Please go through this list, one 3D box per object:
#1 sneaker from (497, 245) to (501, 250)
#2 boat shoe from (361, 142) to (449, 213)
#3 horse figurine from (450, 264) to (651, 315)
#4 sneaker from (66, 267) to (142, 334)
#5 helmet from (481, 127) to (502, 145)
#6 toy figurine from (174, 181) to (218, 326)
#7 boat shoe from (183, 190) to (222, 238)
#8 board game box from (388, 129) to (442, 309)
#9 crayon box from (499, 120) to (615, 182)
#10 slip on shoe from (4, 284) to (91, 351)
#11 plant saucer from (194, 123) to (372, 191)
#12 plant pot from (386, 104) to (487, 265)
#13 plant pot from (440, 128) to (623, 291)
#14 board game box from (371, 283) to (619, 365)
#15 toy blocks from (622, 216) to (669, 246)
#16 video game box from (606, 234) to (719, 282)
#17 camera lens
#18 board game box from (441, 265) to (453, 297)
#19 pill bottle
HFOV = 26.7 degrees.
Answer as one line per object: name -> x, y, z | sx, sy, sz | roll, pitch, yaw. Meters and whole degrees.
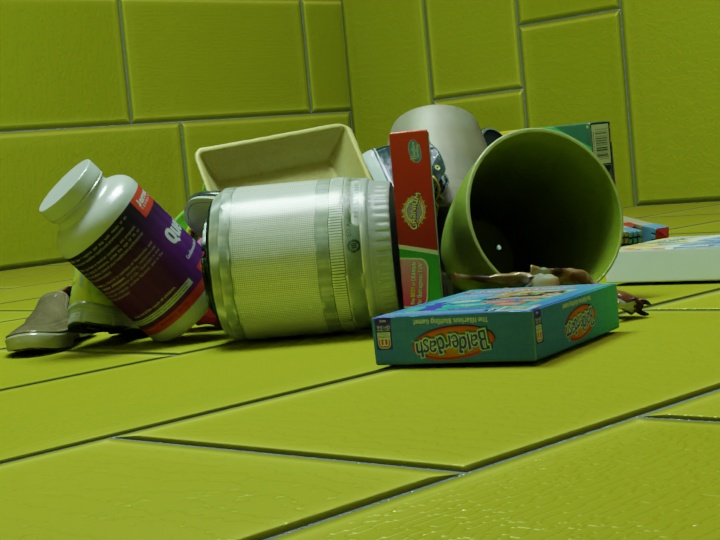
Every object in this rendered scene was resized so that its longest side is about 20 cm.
sneaker -> 0.190, -0.024, 1.893 | 0.070, 0.094, 0.199 | -8, 5, -32
boat shoe -> 0.071, -0.086, 1.800 | 0.090, 0.201, 0.071 | -22, -40, -3
horse figurine -> 0.176, 0.022, 1.520 | 0.132, 0.050, 0.199 | 7, -9, -31
sneaker -> -0.273, 0.027, 1.754 | 0.077, 0.091, 0.200 | -7, -6, 15
helmet -> 0.157, -0.086, 2.149 | 0.199, 0.192, 0.200 | -29, 15, 9
toy figurine -> -0.171, -0.015, 1.813 | 0.149, 0.202, 0.184 | 15, 17, -2
boat shoe -> -0.098, -0.057, 1.695 | 0.198, 0.072, 0.068 | 7, 34, -6
board game box -> 0.060, -0.044, 1.584 | 0.040, 0.202, 0.153 | -5, 3, 3
crayon box -> 0.297, -0.115, 2.267 | 0.172, 0.202, 0.058 | -2, 6, 44
slip on shoe -> -0.353, 0.055, 1.741 | 0.075, 0.061, 0.200 | -4, 4, 12
plant saucer -> -0.075, -0.065, 1.766 | 0.198, 0.201, 0.049 | -12, -28, -20
plant pot -> 0.103, -0.111, 1.970 | 0.198, 0.175, 0.200 | -2, -27, -1
plant pot -> 0.168, -0.040, 1.710 | 0.185, 0.189, 0.200 | -7, -10, -20
board game box -> 0.123, 0.046, 1.333 | 0.151, 0.045, 0.199 | -4, 5, 30
toy blocks -> 0.319, -0.038, 2.040 | 0.199, 0.101, 0.136 | -7, 16, -34
video game box -> 0.425, -0.017, 1.826 | 0.199, 0.047, 0.181 | -2, 3, 39
camera lens -> -0.060, -0.013, 1.587 | 0.198, 0.162, 0.160 | -5, 4, 6
board game box -> 0.016, 0.023, 1.885 | 0.198, 0.035, 0.134 | -5, 4, 3
pill bottle -> -0.249, -0.024, 1.643 | 0.112, 0.200, 0.113 | -37, 22, 18
